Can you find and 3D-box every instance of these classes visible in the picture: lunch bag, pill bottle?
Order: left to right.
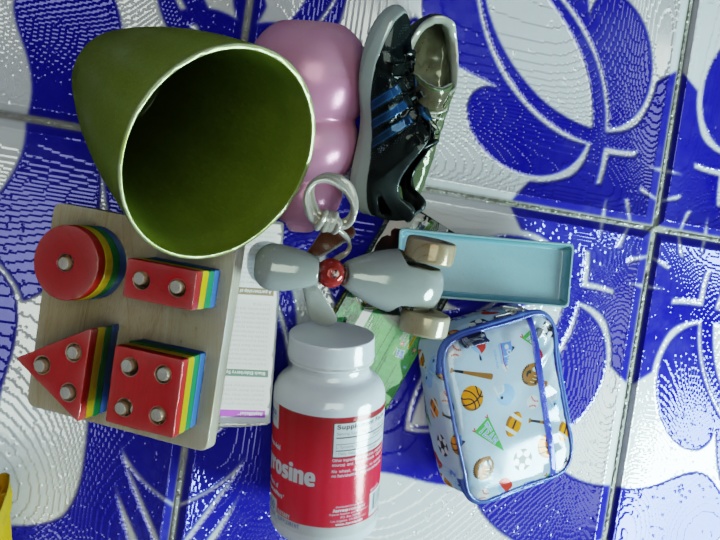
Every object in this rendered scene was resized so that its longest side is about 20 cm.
[{"bbox_3d":[-0.033,0.159,0.831,0.111,0.112,0.202,0,103,-12],"label":"pill bottle"},{"bbox_3d":[0.150,0.135,0.898,0.159,0.075,0.202,-12,99,-19],"label":"lunch bag"}]

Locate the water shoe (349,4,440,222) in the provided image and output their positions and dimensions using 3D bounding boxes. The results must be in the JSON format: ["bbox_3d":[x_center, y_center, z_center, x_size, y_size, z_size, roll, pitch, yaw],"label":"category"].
[{"bbox_3d":[0.042,-0.145,0.793,0.078,0.071,0.202,17,118,21],"label":"water shoe"}]

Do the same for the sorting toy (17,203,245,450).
[{"bbox_3d":[-0.223,0.051,0.774,0.197,0.070,0.202,11,95,15],"label":"sorting toy"}]

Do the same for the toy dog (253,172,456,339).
[{"bbox_3d":[0.000,0.000,0.809,0.199,0.096,0.133,29,89,-14],"label":"toy dog"}]

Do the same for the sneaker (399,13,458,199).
[{"bbox_3d":[0.056,-0.165,0.848,0.066,0.090,0.202,12,85,-13],"label":"sneaker"}]

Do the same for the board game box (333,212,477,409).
[{"bbox_3d":[0.033,0.036,0.898,0.104,0.023,0.201,32,86,-14],"label":"board game box"}]

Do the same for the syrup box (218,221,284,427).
[{"bbox_3d":[-0.126,0.048,0.836,0.081,0.079,0.202,5,93,-13],"label":"syrup box"}]

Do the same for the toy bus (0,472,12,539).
[{"bbox_3d":[-0.420,0.297,0.775,0.198,0.136,0.194,-4,110,-10],"label":"toy bus"}]

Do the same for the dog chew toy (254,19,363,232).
[{"bbox_3d":[-0.054,-0.139,0.824,0.123,0.125,0.202,2,101,-12],"label":"dog chew toy"}]

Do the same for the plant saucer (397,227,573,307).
[{"bbox_3d":[0.132,-0.002,0.898,0.198,0.019,0.071,5,92,-12],"label":"plant saucer"}]

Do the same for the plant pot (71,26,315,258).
[{"bbox_3d":[-0.172,-0.140,0.748,0.186,0.200,0.188,-25,134,-30],"label":"plant pot"}]
